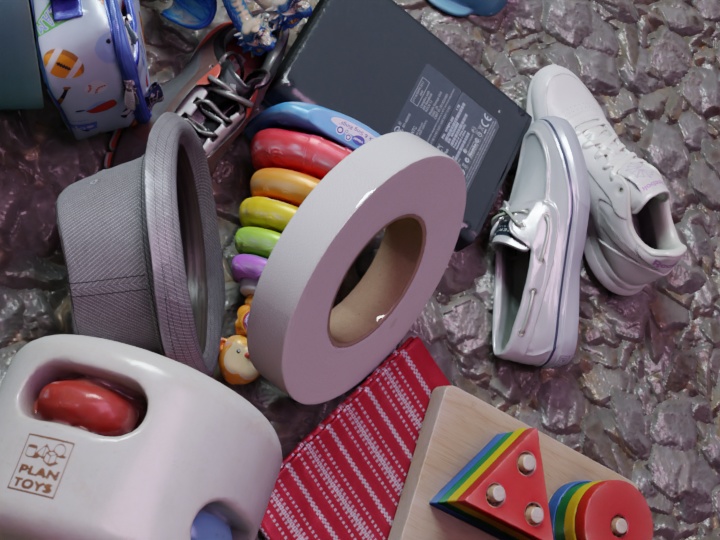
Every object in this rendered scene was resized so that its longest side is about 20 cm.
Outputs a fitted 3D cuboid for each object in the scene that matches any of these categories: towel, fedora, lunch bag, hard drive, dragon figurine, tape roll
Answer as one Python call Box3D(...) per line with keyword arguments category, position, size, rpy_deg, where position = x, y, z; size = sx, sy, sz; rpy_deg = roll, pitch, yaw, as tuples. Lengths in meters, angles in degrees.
Box3D(category="towel", position=(0.017, 0.160, 1.151), size=(0.200, 0.022, 0.145), rpy_deg=(-41, 103, -31))
Box3D(category="fedora", position=(-0.145, -0.009, 1.019), size=(0.089, 0.200, 0.179), rpy_deg=(-7, 109, 2))
Box3D(category="lunch bag", position=(-0.187, -0.193, 1.060), size=(0.075, 0.160, 0.202), rpy_deg=(-12, 75, -5))
Box3D(category="hard drive", position=(0.033, -0.129, 1.242), size=(0.199, 0.033, 0.140), rpy_deg=(38, 58, -15))
Box3D(category="dragon figurine", position=(-0.115, -0.211, 1.129), size=(0.059, 0.199, 0.100), rpy_deg=(-39, 126, -24))
Box3D(category="tape roll", position=(0.000, 0.000, 1.100), size=(0.037, 0.204, 0.203), rpy_deg=(33, 54, 24))

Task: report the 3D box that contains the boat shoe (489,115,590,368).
Box3D(category="boat shoe", position=(0.136, -0.025, 1.242), size=(0.066, 0.073, 0.202), rpy_deg=(4, 79, -26))

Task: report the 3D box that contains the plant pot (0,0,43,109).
Box3D(category="plant pot", position=(-0.294, -0.190, 0.988), size=(0.159, 0.201, 0.203), rpy_deg=(-10, 79, -12))

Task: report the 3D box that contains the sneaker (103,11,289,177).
Box3D(category="sneaker", position=(-0.115, -0.115, 1.127), size=(0.077, 0.082, 0.201), rpy_deg=(36, 63, -16))

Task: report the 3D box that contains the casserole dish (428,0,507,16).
Box3D(category="casserole dish", position=(0.095, -0.311, 1.334), size=(0.120, 0.039, 0.202), rpy_deg=(21, 65, -23))

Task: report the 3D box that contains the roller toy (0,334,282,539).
Box3D(category="roller toy", position=(-0.153, 0.136, 0.970), size=(0.199, 0.182, 0.141), rpy_deg=(29, 65, -19))

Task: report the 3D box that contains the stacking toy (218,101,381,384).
Box3D(category="stacking toy", position=(-0.055, -0.012, 1.133), size=(0.115, 0.110, 0.201), rpy_deg=(28, 75, -19))

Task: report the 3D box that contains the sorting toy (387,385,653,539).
Box3D(category="sorting toy", position=(0.122, 0.212, 1.153), size=(0.199, 0.069, 0.200), rpy_deg=(29, 67, -25))

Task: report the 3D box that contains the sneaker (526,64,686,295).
Box3D(category="sneaker", position=(0.207, -0.084, 1.292), size=(0.074, 0.099, 0.201), rpy_deg=(-24, 86, -30))
